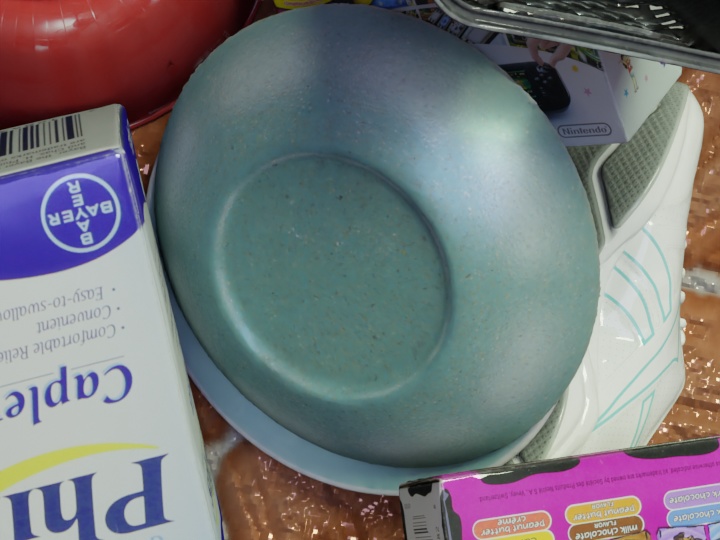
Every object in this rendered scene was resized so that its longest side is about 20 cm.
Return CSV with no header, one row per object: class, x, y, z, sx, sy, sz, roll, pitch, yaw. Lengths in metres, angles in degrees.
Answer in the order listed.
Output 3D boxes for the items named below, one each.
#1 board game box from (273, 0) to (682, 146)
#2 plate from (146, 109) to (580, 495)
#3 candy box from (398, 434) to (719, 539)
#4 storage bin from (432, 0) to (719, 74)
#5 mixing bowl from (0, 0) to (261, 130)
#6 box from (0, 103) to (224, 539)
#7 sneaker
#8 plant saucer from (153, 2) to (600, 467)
board game box,0.025,-0.146,0.744,0.064,0.147,0.201,-48,125,-42
plate,0.000,0.000,0.798,0.199,0.026,0.202,10,116,22
candy box,0.099,0.172,0.743,0.135,0.061,0.202,-6,82,-16
storage bin,0.090,-0.178,0.614,0.134,0.094,0.201,8,111,-16
mixing bowl,-0.130,-0.154,0.779,0.199,0.108,0.202,0,91,-6
box,-0.159,0.056,0.764,0.183,0.105,0.201,-14,107,-6
sneaker,0.110,0.014,0.839,0.080,0.070,0.201,27,79,-36
plant saucer,-0.005,-0.004,0.760,0.200,0.039,0.202,11,116,23
